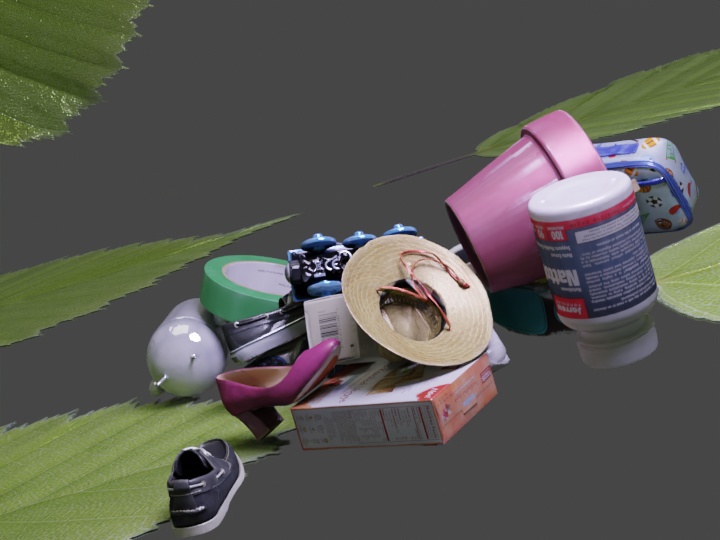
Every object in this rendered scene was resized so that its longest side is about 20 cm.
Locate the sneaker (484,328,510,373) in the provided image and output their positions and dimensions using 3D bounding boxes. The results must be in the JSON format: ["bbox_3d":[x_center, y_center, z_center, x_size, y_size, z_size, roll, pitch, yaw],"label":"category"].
[{"bbox_3d":[0.126,0.071,1.592,0.077,0.100,0.200,-18,14,-3],"label":"sneaker"}]

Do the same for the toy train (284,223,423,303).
[{"bbox_3d":[0.000,0.000,1.664,0.198,0.088,0.114,-7,-16,-8],"label":"toy train"}]

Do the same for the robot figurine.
[{"bbox_3d":[-0.240,0.110,1.869,0.170,0.113,0.200,-49,6,16],"label":"robot figurine"}]

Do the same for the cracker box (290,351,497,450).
[{"bbox_3d":[0.038,0.149,1.484,0.198,0.058,0.134,-7,15,35],"label":"cracker box"}]

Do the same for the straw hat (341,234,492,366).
[{"bbox_3d":[0.055,0.059,1.514,0.200,0.201,0.085,-30,-23,-44],"label":"straw hat"}]

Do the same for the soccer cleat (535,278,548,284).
[{"bbox_3d":[0.252,0.013,1.697,0.198,0.085,0.065,-17,13,3],"label":"soccer cleat"}]

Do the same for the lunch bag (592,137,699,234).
[{"bbox_3d":[0.382,-0.123,1.903,0.199,0.160,0.076,-4,51,39],"label":"lunch bag"}]

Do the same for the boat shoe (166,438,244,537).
[{"bbox_3d":[-0.174,0.223,1.444,0.071,0.068,0.200,-17,12,7],"label":"boat shoe"}]

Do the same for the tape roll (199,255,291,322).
[{"bbox_3d":[-0.128,0.032,1.855,0.198,0.049,0.201,11,15,-3],"label":"tape roll"}]

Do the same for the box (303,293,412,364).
[{"bbox_3d":[0.006,0.075,1.626,0.068,0.083,0.200,-11,-9,23],"label":"box"}]

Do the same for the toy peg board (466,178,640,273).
[{"bbox_3d":[0.285,-0.024,1.838,0.199,0.099,0.199,-28,1,-38],"label":"toy peg board"}]

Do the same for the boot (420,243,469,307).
[{"bbox_3d":[0.102,0.008,1.947,0.199,0.073,0.144,-27,15,-22],"label":"boot"}]

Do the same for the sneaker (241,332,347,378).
[{"bbox_3d":[-0.074,0.113,1.740,0.198,0.078,0.085,-19,9,-9],"label":"sneaker"}]

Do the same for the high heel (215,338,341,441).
[{"bbox_3d":[-0.102,0.117,1.527,0.200,0.096,0.067,-47,-9,35],"label":"high heel"}]

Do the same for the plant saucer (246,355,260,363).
[{"bbox_3d":[-0.083,0.098,1.892,0.198,0.035,0.200,-18,13,4],"label":"plant saucer"}]

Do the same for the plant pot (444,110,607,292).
[{"bbox_3d":[0.210,-0.069,1.599,0.178,0.201,0.200,-28,14,-2],"label":"plant pot"}]

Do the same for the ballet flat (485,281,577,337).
[{"bbox_3d":[0.249,0.047,1.621,0.199,0.073,0.072,5,24,40],"label":"ballet flat"}]

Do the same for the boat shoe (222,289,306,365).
[{"bbox_3d":[-0.089,0.057,1.712,0.199,0.057,0.069,-27,1,-22],"label":"boat shoe"}]

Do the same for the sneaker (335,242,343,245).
[{"bbox_3d":[-0.005,-0.002,1.823,0.087,0.075,0.200,11,14,21],"label":"sneaker"}]

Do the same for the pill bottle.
[{"bbox_3d":[0.268,0.002,1.462,0.118,0.202,0.120,-17,16,5],"label":"pill bottle"}]
